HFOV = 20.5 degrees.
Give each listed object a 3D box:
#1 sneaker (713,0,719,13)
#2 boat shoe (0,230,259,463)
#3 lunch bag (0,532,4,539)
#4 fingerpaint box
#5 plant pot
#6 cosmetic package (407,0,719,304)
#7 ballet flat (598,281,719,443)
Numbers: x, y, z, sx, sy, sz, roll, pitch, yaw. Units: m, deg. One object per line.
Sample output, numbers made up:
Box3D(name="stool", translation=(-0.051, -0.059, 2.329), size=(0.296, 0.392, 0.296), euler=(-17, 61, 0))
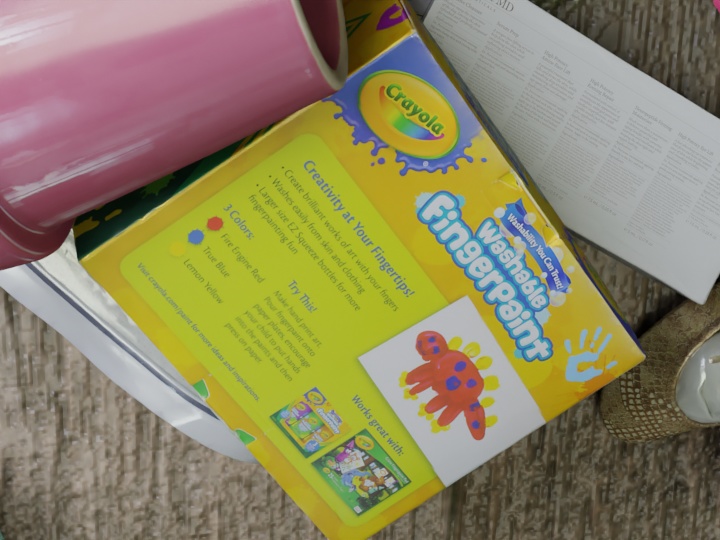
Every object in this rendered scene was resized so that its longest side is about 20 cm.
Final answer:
Box3D(name="sneaker", translation=(0.189, -0.203, 0.886), size=(0.084, 0.077, 0.200), euler=(-24, 124, -22))
Box3D(name="boat shoe", translation=(-0.094, 0.011, 0.915), size=(0.070, 0.071, 0.200), euler=(-44, 112, 12))
Box3D(name="lunch bag", translation=(-0.237, 0.178, 0.883), size=(0.170, 0.200, 0.122), euler=(-20, 120, -3))
Box3D(name="fingerpaint box", translation=(0.000, 0.000, 0.858), size=(0.167, 0.073, 0.200), euler=(-34, 122, 8))
Box3D(name="plant pot", translation=(-0.107, -0.108, 0.752), size=(0.179, 0.200, 0.200), euler=(-13, 120, 9))
Box3D(name="cosmetic package", translation=(0.095, -0.065, 0.926), size=(0.200, 0.051, 0.083), euler=(28, 93, -25))
Box3D(name="ballet flat", translation=(0.210, 0.030, 1.003), size=(0.200, 0.065, 0.071), euler=(-39, 119, 7))
